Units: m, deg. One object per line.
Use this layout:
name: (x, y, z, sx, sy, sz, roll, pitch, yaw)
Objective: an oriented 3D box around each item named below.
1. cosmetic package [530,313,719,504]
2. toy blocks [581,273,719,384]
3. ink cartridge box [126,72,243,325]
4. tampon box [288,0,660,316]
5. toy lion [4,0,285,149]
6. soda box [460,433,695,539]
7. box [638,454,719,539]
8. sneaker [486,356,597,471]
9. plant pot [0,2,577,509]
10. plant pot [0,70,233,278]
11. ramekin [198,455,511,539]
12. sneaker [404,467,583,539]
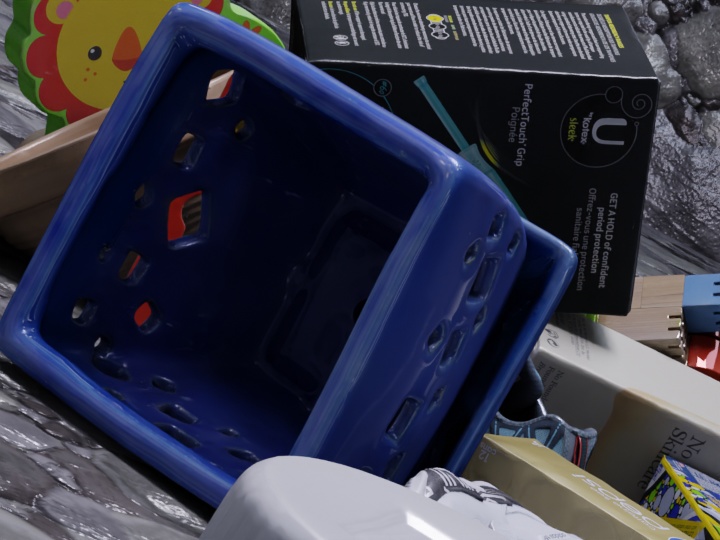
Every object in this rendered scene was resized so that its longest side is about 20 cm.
cosmetic package: (0.164, 0.107, 1.724, 0.200, 0.105, 0.071, 24, 25, -11)
toy blocks: (0.200, 0.071, 1.796, 0.136, 0.100, 0.200, -3, -43, 16)
ink cartridge box: (-0.022, 0.008, 1.574, 0.200, 0.160, 0.047, 29, 7, 9)
tampon box: (0.058, -0.069, 1.701, 0.200, 0.150, 0.126, 3, 24, -7)
toy lion: (-0.131, -0.127, 1.863, 0.200, 0.192, 0.069, -2, 25, -32)
soda box: (0.134, 0.158, 1.482, 0.200, 0.068, 0.064, 32, 10, 27)
box: (0.193, 0.168, 1.595, 0.064, 0.070, 0.200, 25, 9, -9)
sneaker: (0.063, 0.079, 1.638, 0.079, 0.096, 0.200, 19, 12, -45)
plant pot: (-0.024, 0.013, 1.449, 0.200, 0.200, 0.180, 31, 4, 33)
plant pot: (-0.125, -0.048, 1.696, 0.201, 0.201, 0.093, -86, 154, -81)
ramekin: (0.017, 0.150, 1.072, 0.200, 0.098, 0.200, 26, 9, -4)
sneaker: (0.072, 0.145, 1.335, 0.115, 0.075, 0.200, 27, 5, 16)
